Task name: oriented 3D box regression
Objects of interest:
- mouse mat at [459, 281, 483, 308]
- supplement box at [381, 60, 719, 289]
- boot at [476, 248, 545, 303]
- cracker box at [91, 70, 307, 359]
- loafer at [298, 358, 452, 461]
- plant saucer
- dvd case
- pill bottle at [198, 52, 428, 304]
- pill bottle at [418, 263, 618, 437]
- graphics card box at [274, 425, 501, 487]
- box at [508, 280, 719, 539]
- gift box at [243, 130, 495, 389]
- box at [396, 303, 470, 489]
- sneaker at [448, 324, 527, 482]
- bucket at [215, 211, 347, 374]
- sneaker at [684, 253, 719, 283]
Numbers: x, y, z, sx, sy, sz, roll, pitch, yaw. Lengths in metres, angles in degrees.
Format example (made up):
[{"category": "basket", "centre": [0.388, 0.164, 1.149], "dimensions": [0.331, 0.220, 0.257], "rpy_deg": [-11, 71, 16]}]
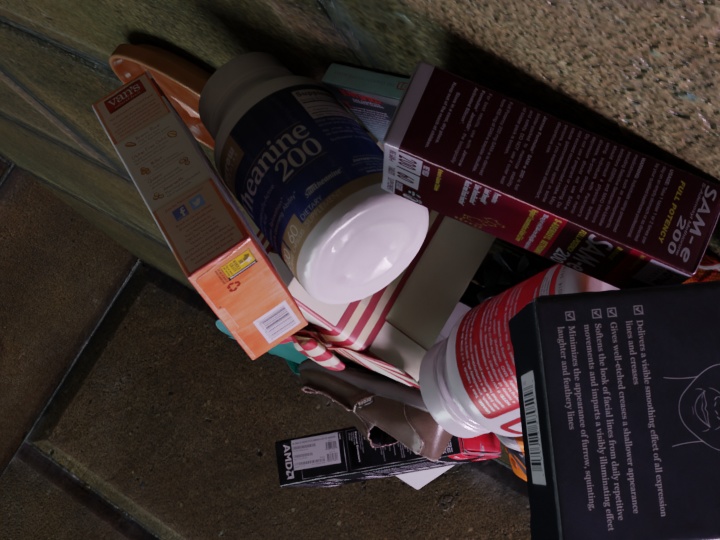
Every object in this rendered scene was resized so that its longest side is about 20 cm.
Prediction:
[{"category": "mouse mat", "centre": [0.119, 0.026, 1.241], "dimensions": [0.199, 0.008, 0.161], "rpy_deg": [27, -171, 20]}, {"category": "supplement box", "centre": [0.114, -0.052, 0.756], "dimensions": [0.199, 0.061, 0.109], "rpy_deg": [23, 170, 5]}, {"category": "boot", "centre": [0.205, 0.060, 1.089], "dimensions": [0.198, 0.074, 0.162], "rpy_deg": [38, 172, -38]}, {"category": "cracker box", "centre": [-0.125, -0.044, 0.939], "dimensions": [0.200, 0.058, 0.134], "rpy_deg": [55, 177, 34]}, {"category": "loafer", "centre": [0.009, 0.129, 1.126], "dimensions": [0.073, 0.071, 0.199], "rpy_deg": [11, -178, -41]}, {"category": "plant saucer", "centre": [-0.161, -0.167, 1.215], "dimensions": [0.200, 0.032, 0.200], "rpy_deg": [30, 171, 5]}, {"category": "dvd case", "centre": [0.075, -0.083, 0.915], "dimensions": [0.146, 0.022, 0.200], "rpy_deg": [22, 167, 47]}, {"category": "pill bottle", "centre": [-0.044, -0.078, 0.928], "dimensions": [0.200, 0.111, 0.111], "rpy_deg": [51, -177, 32]}, {"category": "pill bottle", "centre": [0.141, 0.065, 0.950], "dimensions": [0.112, 0.113, 0.200], "rpy_deg": [35, 140, -22]}, {"category": "graphics card box", "centre": [0.028, 0.181, 1.217], "dimensions": [0.199, 0.051, 0.125], "rpy_deg": [-15, 166, 21]}, {"category": "box", "centre": [0.201, 0.087, 0.735], "dimensions": [0.199, 0.149, 0.107], "rpy_deg": [-4, 171, -1]}, {"category": "gift box", "centre": [0.000, 0.000, 1.081], "dimensions": [0.200, 0.187, 0.184], "rpy_deg": [37, 170, -25]}, {"category": "box", "centre": [0.075, 0.123, 1.369], "dimensions": [0.097, 0.124, 0.201], "rpy_deg": [36, -147, -23]}, {"category": "sneaker", "centre": [0.145, 0.135, 1.187], "dimensions": [0.200, 0.077, 0.112], "rpy_deg": [-109, -5, -50]}, {"category": "bucket", "centre": [-0.050, 0.008, 1.280], "dimensions": [0.134, 0.208, 0.207], "rpy_deg": [22, 168, 21]}, {"category": "sneaker", "centre": [0.238, 0.036, 0.838], "dimensions": [0.199, 0.077, 0.073], "rpy_deg": [32, 173, 6]}]
